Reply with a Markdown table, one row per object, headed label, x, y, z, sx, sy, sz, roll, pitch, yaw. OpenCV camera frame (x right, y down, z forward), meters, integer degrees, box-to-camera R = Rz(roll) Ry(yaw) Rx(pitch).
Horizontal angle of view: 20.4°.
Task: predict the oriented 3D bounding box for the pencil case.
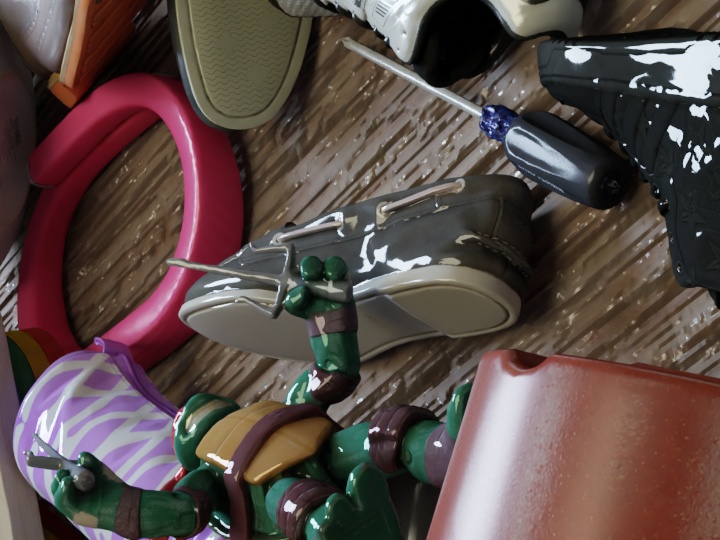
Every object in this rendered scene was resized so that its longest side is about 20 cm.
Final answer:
| label | x | y | z | sx | sy | sz | roll | pitch | yaw |
| --- | --- | --- | --- | --- | --- | --- | --- | --- | --- |
| pencil case | -0.086 | 0.103 | 0.926 | 0.200 | 0.084 | 0.086 | 27 | 99 | 47 |

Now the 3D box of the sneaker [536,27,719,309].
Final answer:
| label | x | y | z | sx | sy | sz | roll | pitch | yaw |
| --- | --- | --- | --- | --- | --- | --- | --- | --- | --- |
| sneaker | 0.124 | -0.033 | 0.708 | 0.200 | 0.060 | 0.105 | -168 | 71 | -64 |

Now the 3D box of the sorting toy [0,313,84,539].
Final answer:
| label | x | y | z | sx | sy | sz | roll | pitch | yaw |
| --- | --- | --- | --- | --- | --- | --- | --- | --- | --- |
| sorting toy | -0.210 | 0.125 | 1.079 | 0.198 | 0.069 | 0.202 | -11 | 89 | 51 |

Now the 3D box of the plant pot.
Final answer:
| label | x | y | z | sx | sy | sz | roll | pitch | yaw |
| --- | --- | --- | --- | --- | --- | --- | --- | --- | --- |
| plant pot | 0.091 | 0.135 | 0.638 | 0.200 | 0.200 | 0.197 | 6 | 81 | 52 |

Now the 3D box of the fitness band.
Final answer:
| label | x | y | z | sx | sy | sz | roll | pitch | yaw |
| --- | --- | --- | --- | --- | --- | --- | --- | --- | --- |
| fitness band | -0.128 | -0.019 | 1.050 | 0.200 | 0.037 | 0.145 | -36 | 58 | 44 |

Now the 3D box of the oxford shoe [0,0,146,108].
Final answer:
| label | x | y | z | sx | sy | sz | roll | pitch | yaw |
| --- | --- | --- | --- | --- | --- | --- | --- | --- | --- |
| oxford shoe | -0.152 | -0.136 | 1.004 | 0.071 | 0.073 | 0.200 | -52 | 6 | -17 |

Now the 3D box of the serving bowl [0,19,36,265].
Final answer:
| label | x | y | z | sx | sy | sz | roll | pitch | yaw |
| --- | --- | --- | --- | --- | --- | --- | --- | --- | --- |
| serving bowl | -0.222 | -0.069 | 1.091 | 0.065 | 0.200 | 0.202 | 5 | 88 | 10 |

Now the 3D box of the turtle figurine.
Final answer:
| label | x | y | z | sx | sy | sz | roll | pitch | yaw |
| --- | --- | --- | --- | --- | --- | --- | --- | --- | --- |
| turtle figurine | -0.036 | 0.066 | 0.795 | 0.199 | 0.101 | 0.150 | 11 | 57 | 49 |

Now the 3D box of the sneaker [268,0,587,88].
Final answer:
| label | x | y | z | sx | sy | sz | roll | pitch | yaw |
| --- | --- | --- | --- | --- | --- | --- | --- | --- | --- |
| sneaker | 0.018 | -0.120 | 0.849 | 0.199 | 0.075 | 0.088 | -5 | 80 | 52 |

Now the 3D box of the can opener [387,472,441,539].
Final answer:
| label | x | y | z | sx | sy | sz | roll | pitch | yaw |
| --- | --- | --- | --- | --- | --- | --- | --- | --- | --- |
| can opener | 0.018 | 0.165 | 0.822 | 0.066 | 0.052 | 0.202 | 9 | 92 | 53 |

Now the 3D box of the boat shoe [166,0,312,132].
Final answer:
| label | x | y | z | sx | sy | sz | roll | pitch | yaw |
| --- | --- | --- | --- | --- | --- | --- | --- | --- | --- |
| boat shoe | -0.065 | -0.161 | 0.978 | 0.068 | 0.071 | 0.202 | 144 | 123 | -67 |

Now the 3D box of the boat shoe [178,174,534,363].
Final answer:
| label | x | y | z | sx | sy | sz | roll | pitch | yaw |
| --- | --- | --- | --- | --- | --- | --- | --- | --- | --- |
| boat shoe | 0.000 | 0.000 | 0.871 | 0.199 | 0.067 | 0.057 | -8 | 55 | 46 |

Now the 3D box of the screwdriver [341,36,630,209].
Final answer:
| label | x | y | z | sx | sy | sz | roll | pitch | yaw |
| --- | --- | --- | --- | --- | --- | --- | --- | --- | --- |
| screwdriver | 0.042 | -0.070 | 0.845 | 0.200 | 0.029 | 0.028 | 33 | 110 | 45 |
